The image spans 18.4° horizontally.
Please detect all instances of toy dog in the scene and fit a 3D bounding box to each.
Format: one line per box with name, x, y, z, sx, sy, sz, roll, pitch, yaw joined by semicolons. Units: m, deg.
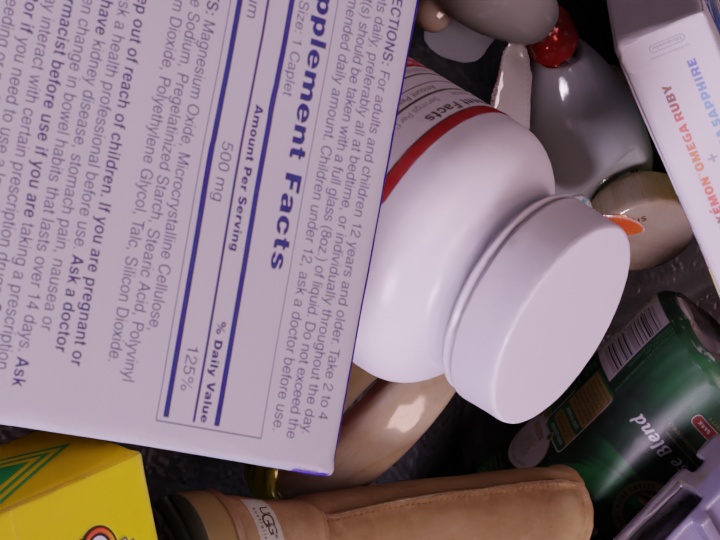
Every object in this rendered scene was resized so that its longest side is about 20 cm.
toy dog;0.071;-0.072;1.013;0.096;0.132;0.200;-29;118;14

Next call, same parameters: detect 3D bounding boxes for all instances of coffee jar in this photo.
coffee jar;0.104;0.110;1.026;0.200;0.085;0.104;-42;111;14

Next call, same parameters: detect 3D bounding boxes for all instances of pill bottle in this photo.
pill bottle;0.002;-0.028;0.865;0.112;0.200;0.113;-39;149;-30

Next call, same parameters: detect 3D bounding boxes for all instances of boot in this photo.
boot;-0.023;0.143;0.920;0.199;0.175;0.066;1;59;-41

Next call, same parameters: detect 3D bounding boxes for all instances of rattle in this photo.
rattle;0.000;0.000;0.946;0.200;0.130;0.143;-44;89;15

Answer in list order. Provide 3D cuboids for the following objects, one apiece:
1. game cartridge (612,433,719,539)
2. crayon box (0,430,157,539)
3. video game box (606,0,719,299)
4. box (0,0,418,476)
game cartridge;0.116;0.180;0.962;0.200;0.038;0.130;-45;130;-10
crayon box;-0.139;0.176;0.751;0.172;0.058;0.201;-22;111;-36
video game box;0.159;-0.078;1.025;0.047;0.200;0.183;-18;120;12
box;-0.095;-0.040;0.731;0.199;0.105;0.185;14;85;-42
